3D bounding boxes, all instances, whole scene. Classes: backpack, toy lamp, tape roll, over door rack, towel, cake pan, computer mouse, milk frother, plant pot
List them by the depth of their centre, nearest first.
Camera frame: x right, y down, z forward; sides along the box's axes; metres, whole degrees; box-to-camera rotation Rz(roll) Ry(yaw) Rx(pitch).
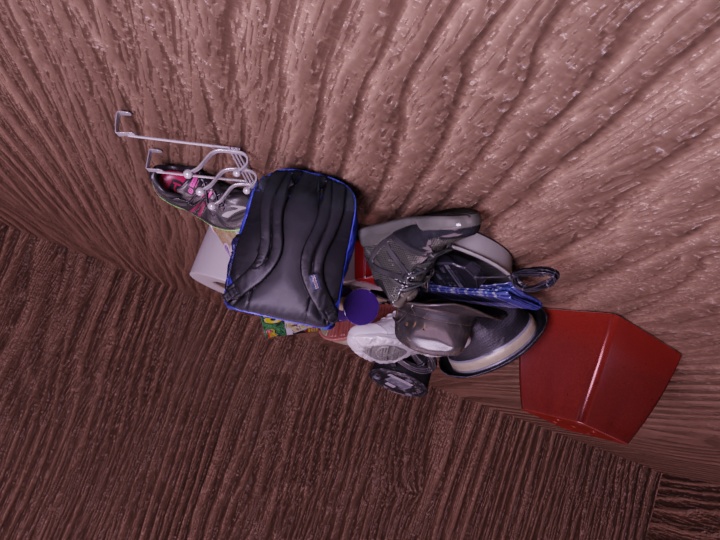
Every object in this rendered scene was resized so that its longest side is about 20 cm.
[{"bbox_3d":[0.168,-0.002,0.965,0.200,0.034,0.059,4,144,38],"label":"computer mouse"},{"bbox_3d":[-0.092,-0.033,1.008,0.162,0.200,0.168,12,177,-4],"label":"backpack"},{"bbox_3d":[-0.247,-0.146,1.067,0.200,0.067,0.148,18,167,7],"label":"over door rack"},{"bbox_3d":[0.133,-0.023,1.074,0.200,0.037,0.200,19,168,4],"label":"cake pan"},{"bbox_3d":[0.160,0.032,1.112,0.200,0.024,0.145,5,172,32],"label":"towel"},{"bbox_3d":[-0.020,0.053,1.114,0.058,0.058,0.200,22,176,-10],"label":"toy lamp"},{"bbox_3d":[0.387,0.184,1.255,0.200,0.176,0.200,27,166,-31],"label":"plant pot"},{"bbox_3d":[0.107,0.116,1.382,0.180,0.188,0.200,37,150,-31],"label":"milk frother"},{"bbox_3d":[-0.202,-0.019,1.385,0.203,0.139,0.203,18,168,4],"label":"tape roll"}]

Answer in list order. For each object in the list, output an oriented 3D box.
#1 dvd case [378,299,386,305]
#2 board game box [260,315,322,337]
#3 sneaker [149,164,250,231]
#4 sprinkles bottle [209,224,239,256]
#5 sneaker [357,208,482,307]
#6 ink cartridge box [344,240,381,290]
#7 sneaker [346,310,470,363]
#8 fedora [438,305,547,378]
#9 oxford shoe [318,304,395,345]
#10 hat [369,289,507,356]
[{"bbox_3d":[-0.067,0.061,1.282,0.200,0.016,0.149,1,166,-11],"label":"dvd case"},{"bbox_3d":[-0.111,0.055,1.180,0.105,0.023,0.200,-5,153,-3],"label":"board game box"},{"bbox_3d":[-0.251,-0.118,1.178,0.200,0.077,0.084,17,172,10],"label":"sneaker"},{"bbox_3d":[-0.189,-0.041,1.217,0.068,0.068,0.200,34,-166,-50],"label":"sprinkles bottle"},{"bbox_3d":[0.083,-0.017,0.943,0.076,0.114,0.199,-15,-178,-43],"label":"sneaker"},{"bbox_3d":[0.000,0.000,1.211,0.200,0.067,0.116,-11,163,39],"label":"ink cartridge box"},{"bbox_3d":[0.070,0.088,1.165,0.200,0.099,0.078,0,147,-20],"label":"sneaker"},{"bbox_3d":[0.206,0.092,1.234,0.092,0.201,0.201,57,155,-16],"label":"fedora"},{"bbox_3d":[0.030,0.100,1.267,0.200,0.071,0.074,3,162,28],"label":"oxford shoe"},{"bbox_3d":[0.105,0.079,1.059,0.200,0.081,0.201,10,180,0],"label":"hat"}]
